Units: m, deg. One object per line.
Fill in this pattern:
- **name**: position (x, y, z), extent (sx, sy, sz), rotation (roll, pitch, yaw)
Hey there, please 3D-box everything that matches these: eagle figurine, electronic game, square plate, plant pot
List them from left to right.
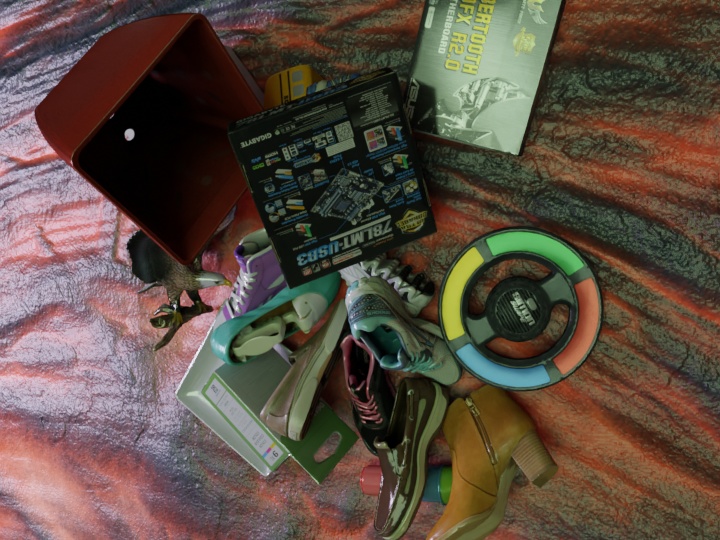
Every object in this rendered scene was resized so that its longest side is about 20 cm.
- **plant pot**: position (-0.246, -0.162, 0.718), extent (0.175, 0.200, 0.201), rotation (25, 72, 32)
- **eagle figurine**: position (-0.247, -0.013, 0.885), extent (0.149, 0.152, 0.203), rotation (-3, 119, -15)
- **square plate**: position (-0.167, 0.175, 0.942), extent (0.199, 0.028, 0.199), rotation (36, 109, 12)
- **electronic game**: position (0.192, 0.048, 0.762), extent (0.197, 0.042, 0.203), rotation (1, 95, 13)

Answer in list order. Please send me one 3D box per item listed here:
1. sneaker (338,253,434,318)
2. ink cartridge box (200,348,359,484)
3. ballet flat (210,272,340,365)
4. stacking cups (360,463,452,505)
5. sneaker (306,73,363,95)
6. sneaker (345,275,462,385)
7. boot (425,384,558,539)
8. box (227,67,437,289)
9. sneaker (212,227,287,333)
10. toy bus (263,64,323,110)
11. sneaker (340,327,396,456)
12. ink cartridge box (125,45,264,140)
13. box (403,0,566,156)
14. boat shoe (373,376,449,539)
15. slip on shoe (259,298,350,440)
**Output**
- **sneaker**: position (0.000, 0.000, 0.829), extent (0.199, 0.075, 0.082), rotation (38, 119, 12)
- **ink cartridge box**: position (-0.109, 0.197, 0.847), extent (0.200, 0.104, 0.059), rotation (44, 128, 8)
- **ballet flat**: position (-0.101, 0.068, 0.826), extent (0.198, 0.070, 0.068), rotation (-29, 129, -12)
- **stacking cups**: position (0.094, 0.291, 0.841), extent (0.197, 0.060, 0.061), rotation (-7, 96, 22)
- **sneaker**: position (0.011, -0.148, 0.771), extent (0.084, 0.077, 0.201), rotation (-21, 116, 18)
- **sneaker**: position (0.053, 0.100, 0.779), extent (0.199, 0.087, 0.077), rotation (38, 123, -24)
- **boot**: position (0.132, 0.244, 0.780), extent (0.201, 0.071, 0.144), rotation (-39, 46, 2)
- **box**: position (-0.027, -0.104, 0.724), extent (0.198, 0.050, 0.201), rotation (-21, 117, -2)
- **sneaker**: position (-0.154, 0.014, 0.848), extent (0.201, 0.114, 0.073), rotation (-46, 52, 8)
- **toy bus**: position (-0.079, -0.152, 0.803), extent (0.077, 0.065, 0.203), rotation (-12, 75, 20)
- **sneaker**: position (0.009, 0.162, 0.837), extent (0.078, 0.095, 0.203), rotation (-8, 97, 20)
- **ink cartridge box**: position (-0.228, -0.195, 0.874), extent (0.199, 0.087, 0.146), rotation (-39, 85, 24)
- **box**: position (0.142, -0.252, 0.740), extent (0.157, 0.048, 0.203), rotation (19, 106, 18)
- **boat shoe**: position (0.046, 0.236, 0.804), extent (0.074, 0.075, 0.205), rotation (24, 74, -19)
- **slip on shoe**: position (-0.066, 0.120, 0.822), extent (0.060, 0.076, 0.202), rotation (18, 66, 10)
